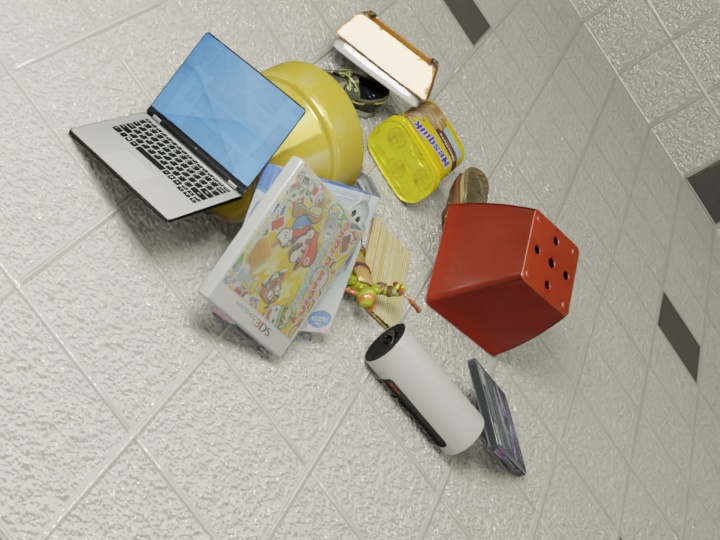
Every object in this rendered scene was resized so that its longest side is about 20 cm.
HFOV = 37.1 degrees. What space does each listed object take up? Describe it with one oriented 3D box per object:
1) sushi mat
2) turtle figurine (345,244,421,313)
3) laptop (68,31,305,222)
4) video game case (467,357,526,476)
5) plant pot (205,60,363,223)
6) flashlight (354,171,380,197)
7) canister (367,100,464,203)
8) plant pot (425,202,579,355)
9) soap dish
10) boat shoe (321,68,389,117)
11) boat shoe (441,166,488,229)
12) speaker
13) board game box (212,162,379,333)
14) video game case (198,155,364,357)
[{"bbox_3d":[0.039,0.007,1.703,0.096,0.012,0.202,45,33,-26],"label":"sushi mat"},{"bbox_3d":[0.000,0.000,1.600,0.198,0.064,0.163,17,43,-39],"label":"turtle figurine"},{"bbox_3d":[-0.208,-0.178,1.292,0.187,0.117,0.199,39,36,22],"label":"laptop"},{"bbox_3d":[0.219,0.237,1.707,0.200,0.019,0.145,49,25,-60],"label":"video game case"},{"bbox_3d":[-0.125,-0.157,1.438,0.188,0.200,0.203,-34,93,-45],"label":"plant pot"},{"bbox_3d":[-0.033,-0.194,1.712,0.202,0.067,0.067,62,29,4],"label":"flashlight"},{"bbox_3d":[0.105,-0.219,1.925,0.150,0.086,0.200,57,29,-5],"label":"canister"},{"bbox_3d":[0.256,0.003,1.816,0.199,0.175,0.202,37,57,-34],"label":"plant pot"},{"bbox_3d":[0.052,-0.380,1.906,0.199,0.082,0.157,37,15,-2],"label":"soap dish"},{"bbox_3d":[-0.024,-0.313,1.833,0.200,0.060,0.073,5,59,-55],"label":"boat shoe"},{"bbox_3d":[0.183,-0.089,1.943,0.071,0.067,0.203,27,60,-27],"label":"boat shoe"},{"bbox_3d":[0.095,0.174,1.578,0.201,0.081,0.082,50,32,-17],"label":"speaker"},{"bbox_3d":[-0.080,-0.023,1.393,0.043,0.202,0.199,26,9,36],"label":"board game box"},{"bbox_3d":[-0.092,-0.012,1.331,0.023,0.201,0.182,27,-12,36],"label":"video game case"}]
